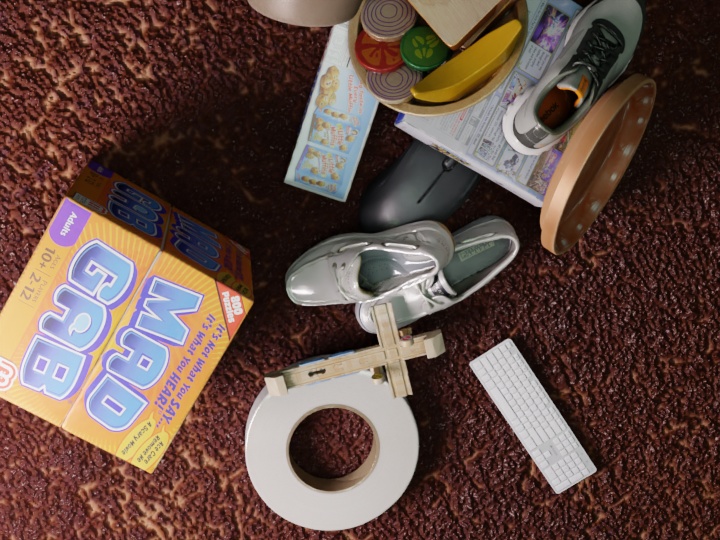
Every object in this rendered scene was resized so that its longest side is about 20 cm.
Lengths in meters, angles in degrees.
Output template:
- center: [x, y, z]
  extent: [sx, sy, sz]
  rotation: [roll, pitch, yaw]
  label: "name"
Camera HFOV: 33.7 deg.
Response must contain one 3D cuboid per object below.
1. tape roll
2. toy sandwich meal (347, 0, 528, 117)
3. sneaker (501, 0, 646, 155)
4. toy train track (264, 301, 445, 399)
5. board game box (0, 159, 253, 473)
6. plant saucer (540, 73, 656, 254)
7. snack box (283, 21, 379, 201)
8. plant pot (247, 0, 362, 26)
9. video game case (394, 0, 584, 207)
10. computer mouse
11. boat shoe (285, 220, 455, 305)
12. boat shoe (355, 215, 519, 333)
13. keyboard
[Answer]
- center: [-0.032, 0.195, 1.347]
  extent: [0.200, 0.037, 0.205]
  rotation: [-1, 105, -5]
  label: "tape roll"
- center: [0.076, -0.249, 1.162]
  extent: [0.203, 0.070, 0.208]
  rotation: [-4, 77, 15]
  label: "toy sandwich meal"
- center: [0.225, -0.198, 1.187]
  extent: [0.074, 0.079, 0.201]
  rotation: [39, 83, -10]
  label: "sneaker"
- center: [-0.005, 0.104, 1.283]
  extent: [0.198, 0.033, 0.116]
  rotation: [-14, 113, 2]
  label: "toy train track"
- center: [-0.242, 0.039, 1.198]
  extent: [0.199, 0.200, 0.201]
  rotation: [29, 100, -13]
  label: "board game box"
- center: [0.239, -0.111, 1.222]
  extent: [0.032, 0.200, 0.202]
  rotation: [30, 102, 19]
  label: "plant saucer"
- center: [-0.018, -0.178, 1.254]
  extent: [0.071, 0.024, 0.202]
  rotation: [17, 102, -11]
  label: "snack box"
- center: [-0.050, -0.336, 1.139]
  extent: [0.198, 0.201, 0.176]
  rotation: [6, 122, -7]
  label: "plant pot"
- center: [0.158, -0.197, 1.234]
  extent: [0.180, 0.045, 0.201]
  rotation: [28, 86, -12]
  label: "video game case"
- center: [0.073, -0.104, 1.269]
  extent: [0.138, 0.053, 0.201]
  rotation: [35, 99, -14]
  label: "computer mouse"
- center: [0.000, 0.000, 1.253]
  extent: [0.198, 0.069, 0.071]
  rotation: [-18, 109, 24]
  label: "boat shoe"
- center: [0.085, 0.011, 1.293]
  extent: [0.198, 0.066, 0.072]
  rotation: [-26, 107, 2]
  label: "boat shoe"
- center: [0.201, 0.170, 1.377]
  extent: [0.056, 0.011, 0.201]
  rotation: [-34, 105, 4]
  label: "keyboard"
